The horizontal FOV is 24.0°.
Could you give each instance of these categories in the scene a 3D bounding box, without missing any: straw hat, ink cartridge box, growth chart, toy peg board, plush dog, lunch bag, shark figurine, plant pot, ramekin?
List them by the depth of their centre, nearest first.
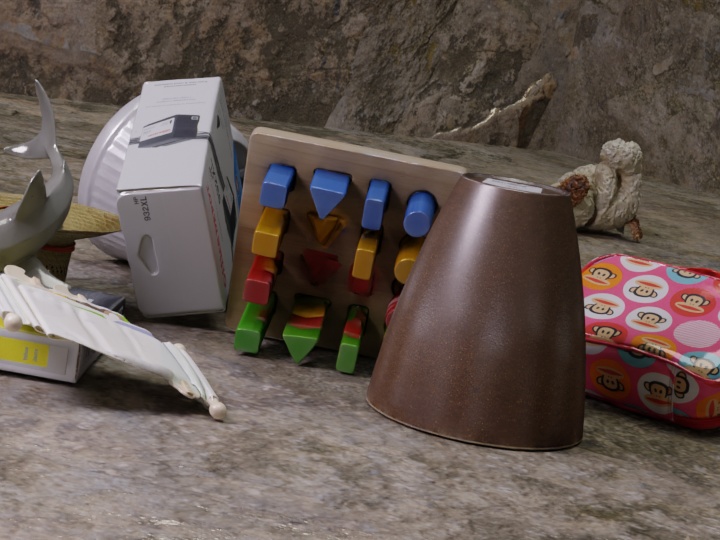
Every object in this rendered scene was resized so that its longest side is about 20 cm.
[{"bbox_3d":[-0.203,0.047,1.303,0.199,0.018,0.145,25,9,-23],"label":"growth chart"},{"bbox_3d":[-0.309,0.037,1.395,0.199,0.047,0.198,12,11,0],"label":"ink cartridge box"},{"bbox_3d":[0.111,0.025,1.414,0.186,0.201,0.187,9,9,-1],"label":"plant pot"},{"bbox_3d":[-0.281,-0.068,1.452,0.128,0.090,0.215,21,45,5],"label":"shark figurine"},{"bbox_3d":[-0.019,-0.002,1.514,0.199,0.200,0.098,11,26,2],"label":"toy peg board"},{"bbox_3d":[-0.318,-0.017,1.577,0.200,0.086,0.201,10,8,-1],"label":"straw hat"},{"bbox_3d":[0.283,0.053,1.583,0.199,0.082,0.176,18,43,31],"label":"lunch bag"},{"bbox_3d":[-0.169,-0.072,1.617,0.083,0.146,0.200,-4,35,5],"label":"ink cartridge box"},{"bbox_3d":[-0.199,-0.089,1.821,0.094,0.203,0.202,30,20,33],"label":"ramekin"},{"bbox_3d":[0.374,-0.114,2.809,0.171,0.161,0.200,-8,-13,-18],"label":"plush dog"}]

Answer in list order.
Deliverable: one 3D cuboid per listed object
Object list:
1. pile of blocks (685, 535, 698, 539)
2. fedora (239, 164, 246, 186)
[{"bbox_3d":[0.228,0.212,0.881,0.082,0.062,0.200,23,7,-34],"label":"pile of blocks"},{"bbox_3d":[-0.072,-0.040,1.751,0.200,0.092,0.201,-10,35,7],"label":"fedora"}]
